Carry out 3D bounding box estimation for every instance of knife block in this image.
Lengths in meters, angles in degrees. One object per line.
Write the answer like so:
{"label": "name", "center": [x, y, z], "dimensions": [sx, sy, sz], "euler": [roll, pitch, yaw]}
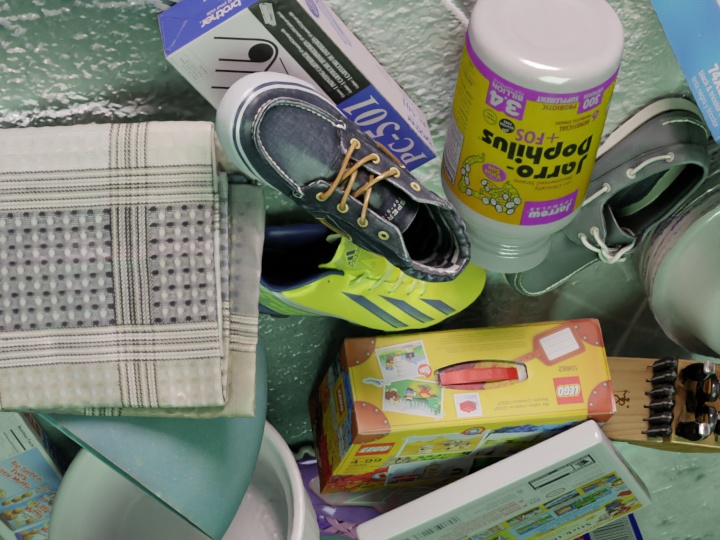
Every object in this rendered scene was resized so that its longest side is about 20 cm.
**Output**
{"label": "knife block", "center": [0.271, 0.105, 1.771], "dimensions": [0.174, 0.065, 0.199], "euler": [3, 173, 34]}

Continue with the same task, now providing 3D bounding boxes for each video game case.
{"label": "video game case", "center": [0.114, 0.188, 1.802], "dimensions": [0.199, 0.023, 0.182], "euler": [-26, 153, 9]}

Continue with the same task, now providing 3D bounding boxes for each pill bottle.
{"label": "pill bottle", "center": [0.111, -0.093, 1.578], "dimensions": [0.103, 0.105, 0.201], "euler": [-5, 137, -13]}

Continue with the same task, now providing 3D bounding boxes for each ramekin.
{"label": "ramekin", "center": [-0.126, 0.202, 1.756], "dimensions": [0.199, 0.202, 0.098], "euler": [-21, 153, 5]}

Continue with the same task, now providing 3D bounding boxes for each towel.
{"label": "towel", "center": [-0.160, 0.000, 1.525], "dimensions": [0.198, 0.194, 0.035], "euler": [0, 179, 1]}

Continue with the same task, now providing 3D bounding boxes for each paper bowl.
{"label": "paper bowl", "center": [0.308, -0.007, 1.735], "dimensions": [0.199, 0.105, 0.202], "euler": [-9, 139, -7]}

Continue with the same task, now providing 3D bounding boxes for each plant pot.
{"label": "plant pot", "center": [-0.141, 0.079, 1.644], "dimensions": [0.135, 0.200, 0.200], "euler": [-54, 135, -8]}

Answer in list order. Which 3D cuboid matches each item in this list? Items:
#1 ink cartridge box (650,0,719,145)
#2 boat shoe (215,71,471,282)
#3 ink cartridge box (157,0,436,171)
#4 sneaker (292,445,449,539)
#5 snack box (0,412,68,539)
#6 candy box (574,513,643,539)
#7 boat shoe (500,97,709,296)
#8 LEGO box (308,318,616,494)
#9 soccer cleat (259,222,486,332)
{"label": "ink cartridge box", "center": [0.325, -0.164, 1.536], "dimensions": [0.200, 0.147, 0.146], "euler": [-40, 134, 24]}
{"label": "boat shoe", "center": [-0.004, -0.060, 1.505], "dimensions": [0.200, 0.091, 0.071], "euler": [34, 88, -46]}
{"label": "ink cartridge box", "center": [-0.039, -0.121, 1.545], "dimensions": [0.094, 0.044, 0.200], "euler": [-29, 137, 17]}
{"label": "sneaker", "center": [0.008, 0.191, 1.866], "dimensions": [0.198, 0.089, 0.081], "euler": [-3, 139, -13]}
{"label": "snack box", "center": [-0.265, 0.156, 1.789], "dimensions": [0.071, 0.024, 0.201], "euler": [-21, 138, 4]}
{"label": "candy box", "center": [0.165, 0.299, 2.040], "dimensions": [0.168, 0.077, 0.201], "euler": [-13, 140, -4]}
{"label": "boat shoe", "center": [0.176, -0.040, 1.687], "dimensions": [0.073, 0.062, 0.200], "euler": [24, 125, -36]}
{"label": "LEGO box", "center": [0.073, 0.104, 1.764], "dimensions": [0.198, 0.078, 0.149], "euler": [-4, 158, -14]}
{"label": "soccer cleat", "center": [0.000, 0.001, 1.667], "dimensions": [0.198, 0.065, 0.084], "euler": [1, 153, -15]}
